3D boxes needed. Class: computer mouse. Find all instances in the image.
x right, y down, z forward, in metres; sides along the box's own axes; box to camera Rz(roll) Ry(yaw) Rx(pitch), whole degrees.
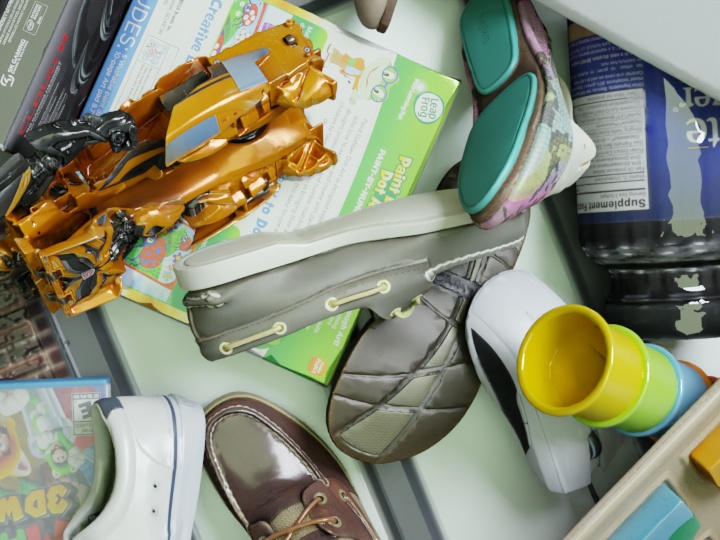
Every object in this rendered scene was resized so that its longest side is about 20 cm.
[{"bbox_3d":[0.125,0.092,0.802,0.110,0.044,0.200,-36,107,-25],"label":"computer mouse"}]

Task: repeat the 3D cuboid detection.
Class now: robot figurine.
[{"bbox_3d":[-0.106,-0.047,0.717,0.200,0.145,0.058,-33,68,-15],"label":"robot figurine"}]

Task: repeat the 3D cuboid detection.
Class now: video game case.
[{"bbox_3d":[-0.217,0.166,0.811,0.142,0.018,0.201,-2,92,-6],"label":"video game case"}]

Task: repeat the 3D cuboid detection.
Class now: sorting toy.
[{"bbox_3d":[0.202,0.140,0.787,0.200,0.185,0.036,-49,50,-5],"label":"sorting toy"}]

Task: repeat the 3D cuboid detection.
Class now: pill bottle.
[{"bbox_3d":[0.181,-0.062,0.800,0.111,0.112,0.201,-4,92,-6],"label":"pill bottle"}]

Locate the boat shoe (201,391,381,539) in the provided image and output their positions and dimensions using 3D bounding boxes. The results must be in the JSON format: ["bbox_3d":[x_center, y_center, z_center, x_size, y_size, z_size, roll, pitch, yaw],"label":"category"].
[{"bbox_3d":[-0.025,0.158,0.803,0.072,0.072,0.200,-35,94,-4],"label":"boat shoe"}]

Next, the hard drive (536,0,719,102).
[{"bbox_3d":[0.151,-0.184,0.714,0.200,0.026,0.132,33,122,19],"label":"hard drive"}]

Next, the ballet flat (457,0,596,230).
[{"bbox_3d":[0.094,-0.087,0.765,0.071,0.200,0.069,31,126,-24],"label":"ballet flat"}]

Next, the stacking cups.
[{"bbox_3d":[0.166,0.074,0.779,0.200,0.060,0.061,25,88,-47],"label":"stacking cups"}]

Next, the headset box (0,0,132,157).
[{"bbox_3d":[-0.177,-0.138,0.718,0.077,0.200,0.149,23,88,-5],"label":"headset box"}]

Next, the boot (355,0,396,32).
[{"bbox_3d":[-0.030,-0.250,0.785,0.146,0.070,0.201,14,76,-12],"label":"boot"}]

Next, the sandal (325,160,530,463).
[{"bbox_3d":[0.040,0.024,0.821,0.081,0.055,0.201,25,74,-12],"label":"sandal"}]

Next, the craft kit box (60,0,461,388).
[{"bbox_3d":[-0.069,-0.061,0.810,0.197,0.049,0.201,25,89,-3],"label":"craft kit box"}]

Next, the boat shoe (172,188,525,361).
[{"bbox_3d":[0.000,-0.001,0.764,0.201,0.072,0.061,-14,102,-6],"label":"boat shoe"}]

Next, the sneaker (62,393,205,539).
[{"bbox_3d":[-0.138,0.169,0.783,0.071,0.073,0.201,9,77,-25],"label":"sneaker"}]
